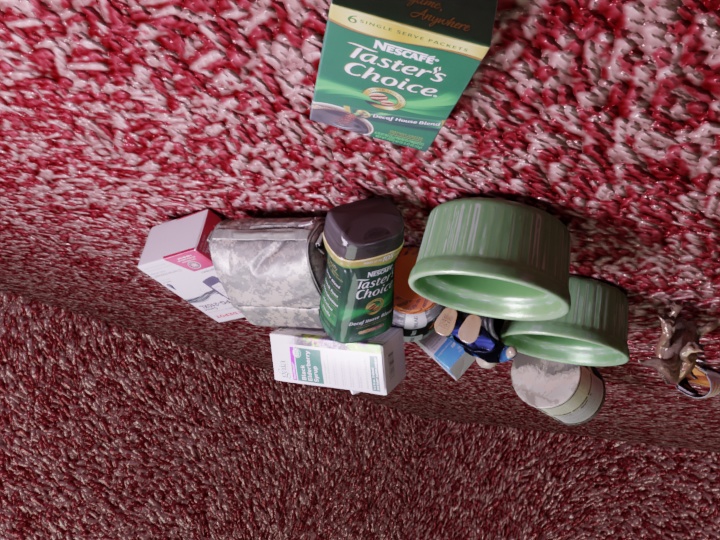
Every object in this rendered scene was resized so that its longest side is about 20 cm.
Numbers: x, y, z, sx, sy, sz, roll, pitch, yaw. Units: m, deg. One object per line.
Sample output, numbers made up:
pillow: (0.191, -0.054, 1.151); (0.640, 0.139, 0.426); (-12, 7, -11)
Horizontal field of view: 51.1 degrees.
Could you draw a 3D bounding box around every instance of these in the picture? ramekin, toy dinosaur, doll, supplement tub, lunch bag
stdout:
ramekin: (0.165, -0.013, 0.937); (0.197, 0.099, 0.200); (12, 166, 3)
toy dinosaur: (0.476, 0.125, 1.131); (0.085, 0.199, 0.137); (31, 134, 28)
doll: (0.176, 0.109, 1.173); (0.135, 0.049, 0.200); (17, 168, 30)
supplement tub: (0.076, 0.038, 1.182); (0.121, 0.124, 0.200); (11, 166, 4)
ramekin: (0.320, 0.077, 1.173); (0.197, 0.099, 0.200); (12, 165, 3)
lunch bag: (-0.113, -0.009, 1.133); (0.198, 0.141, 0.168); (2, 150, 26)

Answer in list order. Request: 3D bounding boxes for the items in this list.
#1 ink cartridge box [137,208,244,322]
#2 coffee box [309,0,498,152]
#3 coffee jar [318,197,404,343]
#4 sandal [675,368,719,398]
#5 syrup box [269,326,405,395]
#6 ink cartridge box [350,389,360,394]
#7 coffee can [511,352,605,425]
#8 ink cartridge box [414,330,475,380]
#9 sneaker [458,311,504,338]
ink cartridge box: (-0.245, -0.002, 1.264); (0.143, 0.085, 0.200); (-12, 142, 34)
coffee box: (0.024, -0.166, 0.617); (0.121, 0.045, 0.200); (14, 165, -6)
coffee jar: (0.000, 0.000, 1.001); (0.103, 0.086, 0.202); (-16, 137, -20)
sandal: (0.664, 0.223, 1.511); (0.205, 0.060, 0.079); (24, 162, -38)
syrup box: (-0.036, 0.129, 1.153); (0.198, 0.080, 0.081); (3, -163, 27)
ink cartridge box: (-0.017, 0.099, 1.279); (0.083, 0.202, 0.144); (-23, 178, -4)
coffee can: (0.420, 0.236, 1.590); (0.145, 0.148, 0.200); (2, 162, 33)
ink cartridge box: (0.123, 0.106, 1.412); (0.200, 0.067, 0.116); (42, 177, 22)
sneaker: (0.258, 0.120, 1.436); (0.098, 0.072, 0.200); (7, 161, 39)
